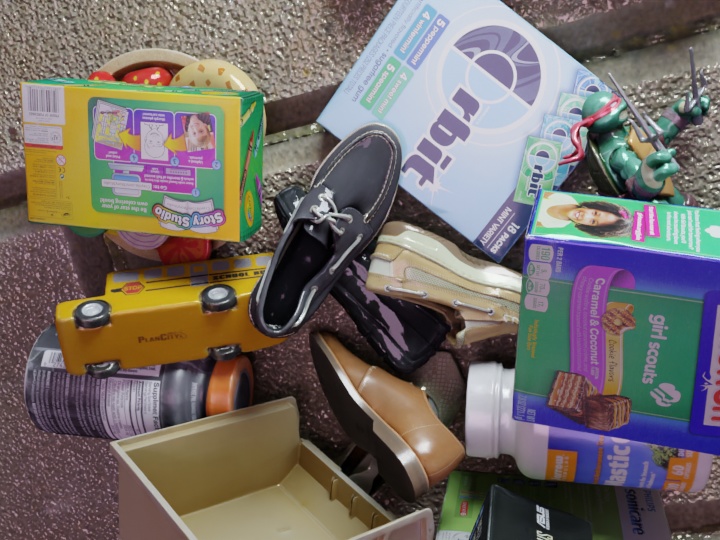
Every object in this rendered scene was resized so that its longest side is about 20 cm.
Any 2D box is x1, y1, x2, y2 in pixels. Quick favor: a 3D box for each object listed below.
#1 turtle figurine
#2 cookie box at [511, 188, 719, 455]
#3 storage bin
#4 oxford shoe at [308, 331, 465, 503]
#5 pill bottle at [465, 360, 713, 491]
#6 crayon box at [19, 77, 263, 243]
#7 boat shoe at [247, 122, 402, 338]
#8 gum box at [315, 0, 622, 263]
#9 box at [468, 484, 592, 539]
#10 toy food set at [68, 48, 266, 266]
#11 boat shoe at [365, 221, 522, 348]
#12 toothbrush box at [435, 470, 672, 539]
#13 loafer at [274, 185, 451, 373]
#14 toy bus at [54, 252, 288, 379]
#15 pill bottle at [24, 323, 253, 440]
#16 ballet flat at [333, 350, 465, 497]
[{"bbox_3d":[0.230,-0.081,0.698,0.100,0.150,0.201,-17,117,44],"label":"turtle figurine"},{"bbox_3d":[0.215,0.041,0.647,0.197,0.076,0.173,7,126,14],"label":"cookie box"},{"bbox_3d":[-0.073,0.203,0.734,0.199,0.197,0.095,29,120,46],"label":"storage bin"},{"bbox_3d":[0.018,0.117,0.800,0.071,0.200,0.072,-26,137,-21],"label":"oxford shoe"},{"bbox_3d":[0.191,0.125,0.773,0.197,0.112,0.114,2,105,10],"label":"pill bottle"},{"bbox_3d":[-0.184,-0.096,0.766,0.197,0.058,0.121,6,107,10],"label":"crayon box"},{"bbox_3d":[-0.025,-0.030,0.736,0.072,0.063,0.201,33,94,-8],"label":"boat shoe"},{"bbox_3d":[0.090,-0.135,0.758,0.199,0.045,0.171,37,108,-1],"label":"gum box"},{"bbox_3d":[0.097,0.291,0.657,0.085,0.164,0.202,19,109,5],"label":"box"},{"bbox_3d":[-0.181,-0.098,0.821,0.197,0.049,0.201,11,107,8],"label":"toy food set"},{"bbox_3d":[0.096,0.032,0.771,0.198,0.072,0.077,23,77,-4],"label":"boat shoe"},{"bbox_3d":[0.168,0.254,0.794,0.197,0.146,0.087,1,105,10],"label":"toothbrush box"},{"bbox_3d":[0.000,0.000,0.808,0.070,0.068,0.201,-40,90,-11],"label":"loafer"},{"bbox_3d":[-0.163,0.037,0.798,0.197,0.079,0.066,-7,125,-9],"label":"toy bus"},{"bbox_3d":[-0.203,0.109,0.851,0.197,0.106,0.108,4,106,10],"label":"pill bottle"},{"bbox_3d":[0.030,0.163,0.841,0.067,0.062,0.201,36,108,0],"label":"ballet flat"}]
